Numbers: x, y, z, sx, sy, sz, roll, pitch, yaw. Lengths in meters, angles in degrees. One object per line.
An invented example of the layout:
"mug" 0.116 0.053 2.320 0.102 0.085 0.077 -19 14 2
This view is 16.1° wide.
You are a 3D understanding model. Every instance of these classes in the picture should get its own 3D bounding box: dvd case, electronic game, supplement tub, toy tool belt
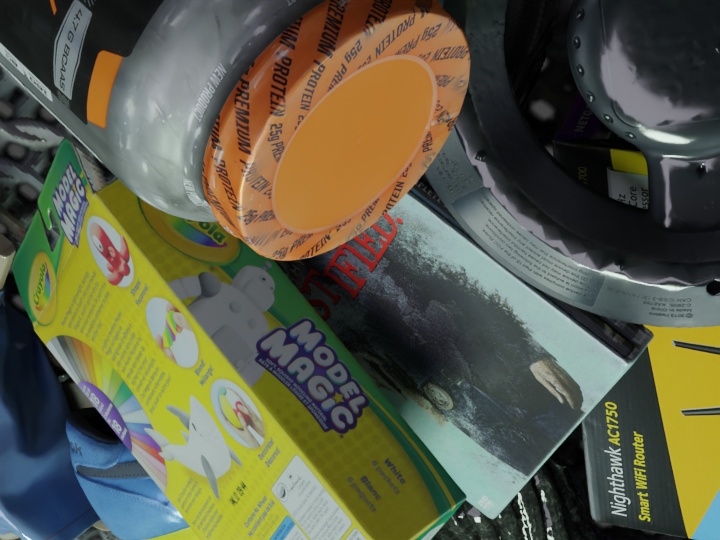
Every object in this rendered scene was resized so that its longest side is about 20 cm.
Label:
"dvd case" 0.000 0.000 0.954 0.200 0.022 0.146 39 147 3
"electronic game" 0.109 -0.078 0.853 0.200 0.042 0.200 1 103 5
"supplement tub" -0.065 -0.099 0.832 0.200 0.123 0.123 42 142 28
"toy tool belt" -0.156 0.079 1.116 0.123 0.125 0.200 -24 99 35

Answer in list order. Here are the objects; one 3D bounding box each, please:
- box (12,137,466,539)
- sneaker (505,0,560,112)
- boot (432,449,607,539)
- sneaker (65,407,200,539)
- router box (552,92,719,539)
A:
"box" -0.055 0.042 0.967 0.200 0.048 0.117 49 148 10
"sneaker" -0.002 -0.061 0.955 0.115 0.076 0.200 26 136 7
"boot" 0.035 0.146 1.117 0.211 0.079 0.158 -21 117 37
"sneaker" -0.032 0.055 1.054 0.200 0.066 0.078 -23 107 18
"router box" 0.157 0.024 0.965 0.149 0.051 0.200 8 133 21
